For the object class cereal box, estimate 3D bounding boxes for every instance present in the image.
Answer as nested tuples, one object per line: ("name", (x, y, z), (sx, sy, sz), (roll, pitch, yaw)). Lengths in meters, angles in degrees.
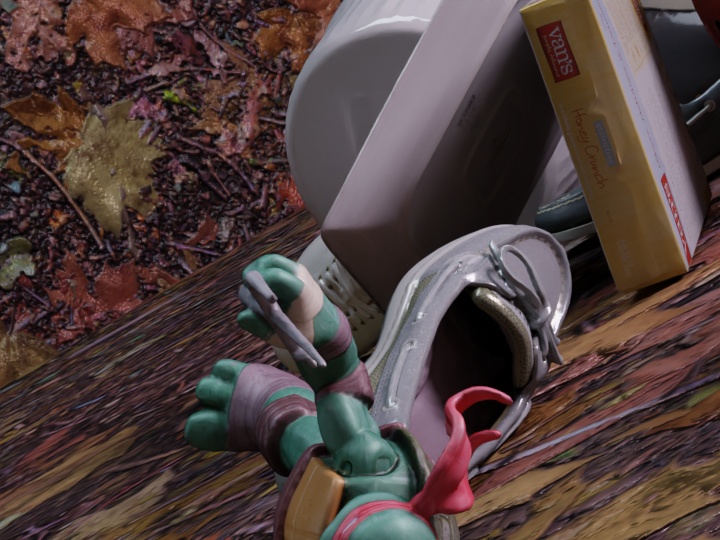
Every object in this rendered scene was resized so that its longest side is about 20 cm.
("cereal box", (0.130, -0.079, 1.193), (0.039, 0.144, 0.200), (-19, 7, 15))

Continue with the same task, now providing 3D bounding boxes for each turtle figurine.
("turtle figurine", (-0.019, 0.080, 0.756), (0.200, 0.100, 0.150), (169, 120, -79))

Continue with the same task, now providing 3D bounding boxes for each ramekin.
("ramekin", (0.050, -0.088, 1.494), (0.200, 0.201, 0.098), (-26, 14, 31))

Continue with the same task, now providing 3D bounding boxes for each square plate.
("square plate", (0.060, -0.067, 1.249), (0.201, 0.028, 0.198), (-62, -22, -10))

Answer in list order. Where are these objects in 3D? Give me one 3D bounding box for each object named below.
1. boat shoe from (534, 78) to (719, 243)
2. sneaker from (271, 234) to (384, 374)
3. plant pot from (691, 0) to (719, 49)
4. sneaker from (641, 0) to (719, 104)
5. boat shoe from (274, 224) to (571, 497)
("boat shoe", (0.181, -0.080, 1.393), (0.199, 0.062, 0.073), (-29, 5, -3))
("sneaker", (0.000, 0.000, 1.394), (0.200, 0.073, 0.085), (-43, -8, 34))
("plant pot", (0.285, -0.186, 1.250), (0.195, 0.201, 0.201), (-40, 9, -21))
("sneaker", (0.239, -0.123, 1.546), (0.199, 0.107, 0.075), (9, 5, 34))
("boat shoe", (0.040, 0.041, 0.951), (0.065, 0.075, 0.202), (-17, 15, 38))
